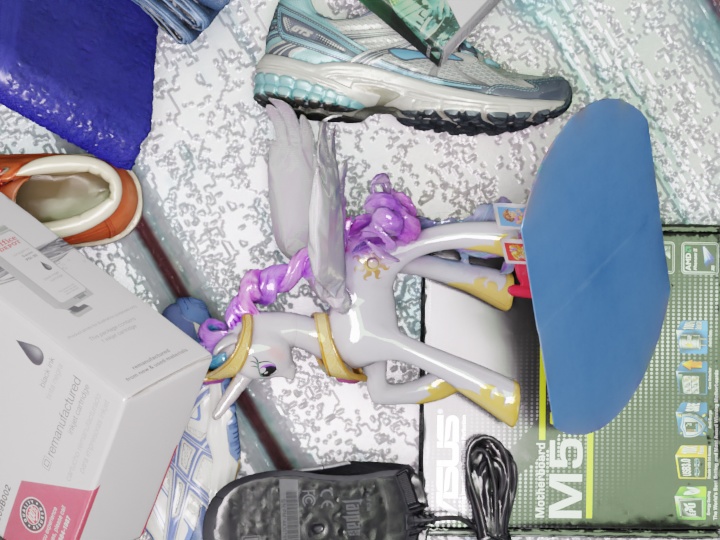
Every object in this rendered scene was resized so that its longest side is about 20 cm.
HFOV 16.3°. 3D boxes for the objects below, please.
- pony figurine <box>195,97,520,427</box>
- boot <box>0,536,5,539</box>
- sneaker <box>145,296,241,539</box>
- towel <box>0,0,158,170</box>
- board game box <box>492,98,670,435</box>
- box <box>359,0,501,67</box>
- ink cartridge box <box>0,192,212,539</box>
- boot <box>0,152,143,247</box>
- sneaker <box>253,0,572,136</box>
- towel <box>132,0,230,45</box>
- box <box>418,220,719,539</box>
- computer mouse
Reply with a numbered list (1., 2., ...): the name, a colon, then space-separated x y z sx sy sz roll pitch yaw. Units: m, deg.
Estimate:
1. pony figurine: 0.000 0.000 1.512 0.200 0.167 0.193 5 96 -10
2. boot: -0.252 0.186 1.500 0.174 0.069 0.200 28 66 12
3. sneaker: -0.117 0.118 1.561 0.088 0.075 0.200 -7 88 -3
4. towel: -0.215 -0.150 1.512 0.200 0.148 0.050 29 129 -26
5. board game box: 0.127 -0.005 1.502 0.039 0.158 0.200 8 123 32
6. box: 0.022 -0.241 1.566 0.200 0.036 0.144 39 74 11
7. ink cartridge box: -0.201 0.060 1.458 0.200 0.083 0.147 36 124 21
8. boot: -0.236 -0.042 1.544 0.200 0.107 0.075 -6 90 -2
9. sneaker: 0.036 -0.134 1.577 0.200 0.078 0.086 7 85 -3
10. towel: -0.161 -0.221 1.554 0.200 0.112 0.049 33 117 -3
11. box: 0.133 0.069 1.591 0.193 0.048 0.200 2 88 -5
12. computer mouse: 0.002 0.180 1.541 0.200 0.046 0.140 -8 95 -15
